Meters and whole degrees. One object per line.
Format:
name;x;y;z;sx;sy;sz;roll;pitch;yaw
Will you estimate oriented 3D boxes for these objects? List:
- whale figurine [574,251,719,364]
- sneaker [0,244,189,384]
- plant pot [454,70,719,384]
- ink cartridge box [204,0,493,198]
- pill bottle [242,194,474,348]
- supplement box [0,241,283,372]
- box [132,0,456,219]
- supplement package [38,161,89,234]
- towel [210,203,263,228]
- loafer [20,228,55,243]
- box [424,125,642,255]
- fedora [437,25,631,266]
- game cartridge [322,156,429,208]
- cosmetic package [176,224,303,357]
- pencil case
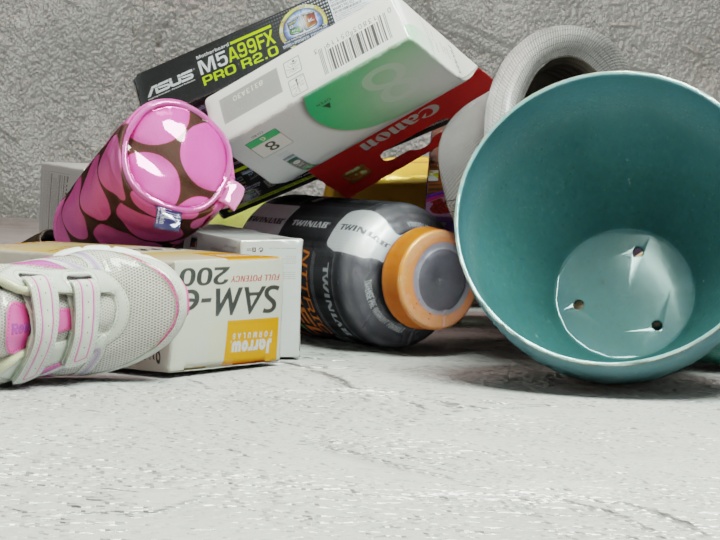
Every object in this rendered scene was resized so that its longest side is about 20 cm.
whale figurine;0.233;0.029;1.616;0.199;0.104;0.159;-22;9;20
sneaker;-0.194;0.032;1.357;0.199;0.082;0.088;-8;8;-17
plant pot;0.167;-0.008;1.483;0.199;0.201;0.135;3;-23;11
ink cartridge box;0.009;-0.106;1.642;0.161;0.050;0.200;-28;-33;19
pill bottle;0.000;0.000;1.682;0.106;0.107;0.200;0;4;-35
supplement box;-0.166;0.021;1.520;0.199;0.074;0.126;4;4;31
box;-0.044;-0.125;1.673;0.199;0.044;0.160;-23;-29;9
supplement package;-0.196;-0.029;1.936;0.121;0.120;0.200;2;4;-18
towel;-0.106;-0.042;1.816;0.086;0.200;0.018;-21;-29;-31
loafer;-0.244;0.002;1.793;0.199;0.072;0.073;4;4;29
box;0.150;-0.068;1.736;0.199;0.039;0.137;1;41;4
fedora;0.122;-0.077;1.630;0.090;0.177;0.200;-10;23;37
game cartridge;0.061;-0.036;1.915;0.199;0.033;0.177;1;-33;-11
cosmetic package;-0.095;0.012;1.648;0.050;0.083;0.200;-2;4;-20
pencil case;-0.153;-0.049;1.627;0.093;0.091;0.200;25;-20;-14
